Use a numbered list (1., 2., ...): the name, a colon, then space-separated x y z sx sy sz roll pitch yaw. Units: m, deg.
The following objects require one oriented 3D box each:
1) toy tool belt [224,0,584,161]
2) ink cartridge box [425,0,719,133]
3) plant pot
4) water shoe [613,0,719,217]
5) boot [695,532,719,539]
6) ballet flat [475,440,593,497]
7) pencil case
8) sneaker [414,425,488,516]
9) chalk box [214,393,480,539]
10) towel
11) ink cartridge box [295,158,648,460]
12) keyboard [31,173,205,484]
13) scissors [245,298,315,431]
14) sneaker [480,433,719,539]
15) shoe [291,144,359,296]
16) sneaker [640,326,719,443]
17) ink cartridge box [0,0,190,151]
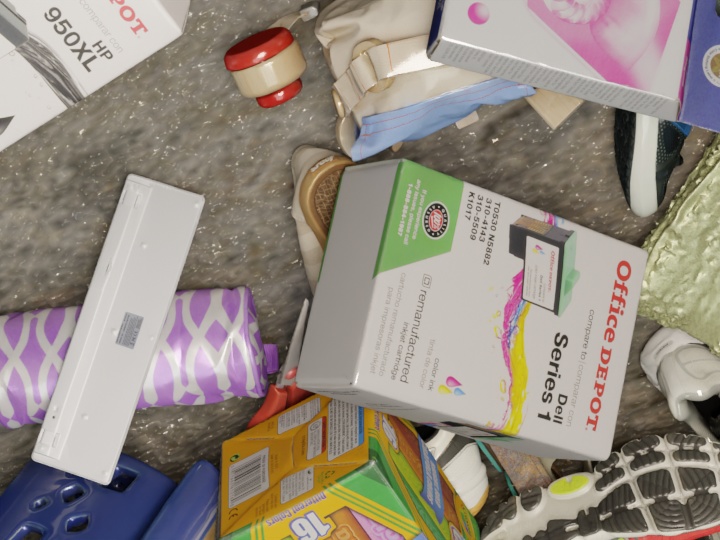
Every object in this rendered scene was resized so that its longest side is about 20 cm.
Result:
1. toy tool belt: 0.028 -0.114 1.114 0.199 0.125 0.123 -20 109 12
2. ink cartridge box: 0.152 -0.195 1.046 0.199 0.043 0.198 12 77 -8
3. plant pot: -0.160 0.251 1.245 0.179 0.200 0.201 -4 125 33
4. water shoe: 0.207 -0.123 1.137 0.078 0.072 0.201 0 120 -3
5. boot: 0.297 0.201 1.316 0.153 0.204 0.074 -17 161 -34
6. ballet flat: 0.124 0.126 1.287 0.067 0.068 0.200 -25 127 8
7. pencil case: -0.160 0.062 1.236 0.199 0.084 0.086 -6 151 5
8. sneaker: -0.011 0.141 1.297 0.199 0.076 0.088 -10 103 2
9. chalk box: 0.007 0.192 1.205 0.123 0.125 0.200 -29 115 13
10. towel: 0.278 -0.031 1.201 0.148 0.037 0.201 28 107 -11
11. ink cartridge box: 0.074 0.029 1.151 0.199 0.084 0.146 18 79 -28
12. keyboard: -0.160 0.038 1.193 0.056 0.011 0.201 18 84 2
13. scissors: -0.053 0.077 1.209 0.073 0.200 0.014 -37 72 -13
14. sneaker: 0.183 0.174 1.250 0.199 0.077 0.085 -18 140 20
15. shoe: 0.000 0.000 1.224 0.070 0.053 0.201 -33 124 -19
16. sneaker: 0.283 0.115 1.269 0.199 0.081 0.075 31 113 -18
17. ink cartridge box: -0.224 -0.165 1.104 0.199 0.084 0.145 -30 116 15
